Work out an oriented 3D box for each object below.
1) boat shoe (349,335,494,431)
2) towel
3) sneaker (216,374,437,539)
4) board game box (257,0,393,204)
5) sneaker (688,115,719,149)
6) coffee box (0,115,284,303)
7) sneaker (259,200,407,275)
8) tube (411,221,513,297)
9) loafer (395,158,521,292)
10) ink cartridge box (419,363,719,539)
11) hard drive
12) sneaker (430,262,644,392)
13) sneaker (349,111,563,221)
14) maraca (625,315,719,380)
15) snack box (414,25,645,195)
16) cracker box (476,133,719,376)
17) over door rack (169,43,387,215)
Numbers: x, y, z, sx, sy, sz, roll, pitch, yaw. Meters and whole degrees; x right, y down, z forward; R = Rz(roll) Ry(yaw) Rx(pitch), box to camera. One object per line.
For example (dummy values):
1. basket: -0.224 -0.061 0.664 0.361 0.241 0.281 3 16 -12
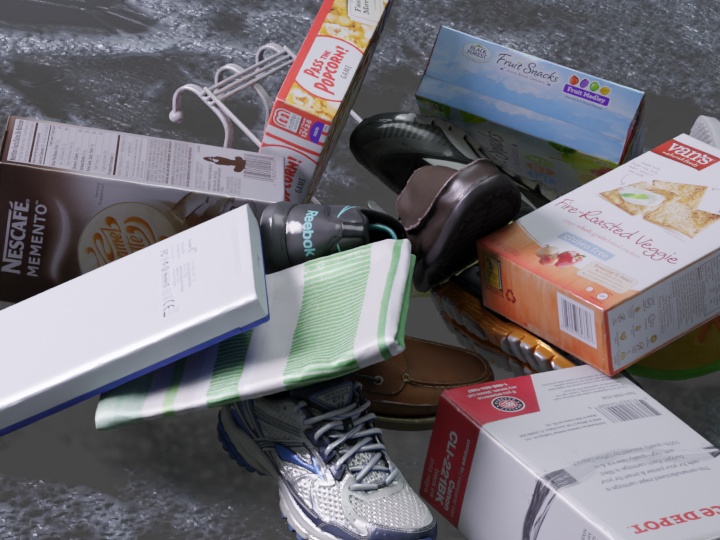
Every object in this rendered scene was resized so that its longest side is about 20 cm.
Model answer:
1. boat shoe: 0.003 0.062 1.722 0.199 0.068 0.072 1 28 -20
2. towel: -0.065 0.039 1.627 0.199 0.023 0.153 -13 26 11
3. sneaker: -0.022 0.111 1.599 0.077 0.085 0.200 -12 36 -39
4. board game box: -0.029 -0.131 1.889 0.046 0.152 0.200 22 46 1
5. sneaker: 0.335 -0.051 2.087 0.114 0.073 0.201 7 37 -18
6. coffee box: -0.159 -0.030 1.787 0.199 0.115 0.080 8 29 -6
7. sneaker: 0.000 0.000 1.764 0.079 0.076 0.200 -6 -13 20
8. tube: 0.133 -0.002 1.907 0.199 0.052 0.058 9 65 -16
9. loafer: 0.054 -0.040 1.780 0.073 0.200 0.071 -32 83 -18
10. ink cartridge box: 0.156 0.148 1.599 0.144 0.084 0.200 -8 31 -35
11. hard drive: -0.157 0.033 1.643 0.200 0.025 0.132 -23 28 7
12. sneaker: 0.134 0.043 1.777 0.077 0.078 0.200 -39 48 -15
13. sneaker: 0.081 -0.053 1.944 0.200 0.067 0.091 28 33 -16
14. maraca: 0.241 0.015 1.853 0.199 0.107 0.138 -4 68 -13
15. snack box: 0.137 -0.115 2.007 0.168 0.068 0.200 20 -9 8
16. cracker box: 0.198 -0.015 1.740 0.200 0.058 0.134 -27 35 -29
17. over door rack: -0.040 -0.094 2.026 0.200 0.067 0.148 35 32 13
